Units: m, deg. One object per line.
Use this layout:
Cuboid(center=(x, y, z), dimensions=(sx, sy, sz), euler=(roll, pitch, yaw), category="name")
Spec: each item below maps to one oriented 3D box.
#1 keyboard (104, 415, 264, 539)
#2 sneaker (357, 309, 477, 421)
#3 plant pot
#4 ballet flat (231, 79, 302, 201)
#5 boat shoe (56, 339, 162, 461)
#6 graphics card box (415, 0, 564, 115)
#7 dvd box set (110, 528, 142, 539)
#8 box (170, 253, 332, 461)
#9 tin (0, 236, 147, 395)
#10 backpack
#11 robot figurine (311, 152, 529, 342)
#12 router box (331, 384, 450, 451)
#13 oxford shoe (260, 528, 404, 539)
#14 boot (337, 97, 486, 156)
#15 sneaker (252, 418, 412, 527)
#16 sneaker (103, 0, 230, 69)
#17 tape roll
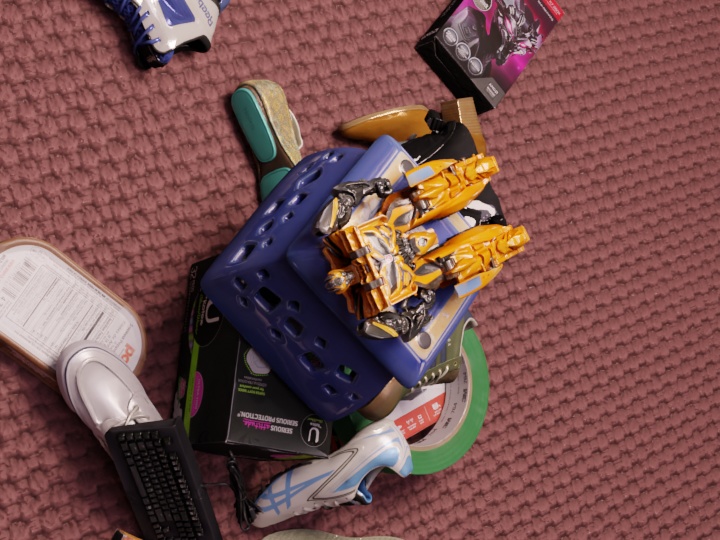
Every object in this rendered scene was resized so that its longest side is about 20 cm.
Cuboid(center=(-0.167, 0.217, 1.168), dimensions=(0.126, 0.021, 0.201), euler=(-9, 131, 2), category="keyboard")
Cuboid(center=(0.070, 0.096, 1.278), dimensions=(0.090, 0.067, 0.201), euler=(44, 51, -19), category="sneaker")
Cuboid(center=(0.000, 0.000, 1.133), dimensions=(0.200, 0.179, 0.200), euler=(48, 58, -15), category="plant pot")
Cuboid(center=(-0.085, -0.120, 1.342), dimensions=(0.070, 0.070, 0.202), euler=(-21, 94, -33), category="ballet flat")
Cuboid(center=(-0.226, 0.153, 1.178), dimensions=(0.074, 0.065, 0.201), euler=(-43, 122, -18), category="boat shoe")
Cuboid(center=(0.170, -0.313, 1.539), dimensions=(0.126, 0.051, 0.200), euler=(47, 62, -18), category="graphics card box")
Cuboid(center=(-0.192, 0.369, 1.206), dimensions=(0.199, 0.029, 0.147), euler=(32, 77, -25), category="dvd box set")
Cuboid(center=(-0.108, 0.091, 1.242), dimensions=(0.123, 0.148, 0.202), euler=(15, 73, -30), category="box")
Cuboid(center=(-0.303, 0.050, 1.192), dimensions=(0.200, 0.042, 0.112), euler=(40, 68, -21), category="tin")
Cuboid(center=(0.047, -0.066, 1.342), dimensions=(0.198, 0.127, 0.168), euler=(-19, 64, -8), category="backpack")
Cuboid(center=(0.051, -0.026, 1.027), dimensions=(0.199, 0.058, 0.146), euler=(-27, 93, -36), category="robot figurine")
Cuboid(center=(0.030, 0.103, 1.388), dimensions=(0.199, 0.049, 0.181), euler=(-25, 97, -32), category="router box")
Cuboid(center=(-0.024, 0.328, 1.315), dimensions=(0.198, 0.075, 0.058), euler=(12, 113, -29), category="oxford shoe")
Cuboid(center=(0.073, -0.127, 1.440), dimensions=(0.200, 0.071, 0.146), euler=(-12, 95, -29), category="boot")
Cuboid(center=(-0.035, 0.228, 1.254), dimensions=(0.073, 0.199, 0.072), euler=(63, 18, 15), category="sneaker")
Cuboid(center=(-0.230, -0.281, 1.261), dimensions=(0.198, 0.080, 0.116), euler=(17, 72, -31), category="sneaker")
Cuboid(center=(0.054, 0.128, 1.342), dimensions=(0.199, 0.048, 0.203), euler=(5, 80, -31), category="tape roll")
